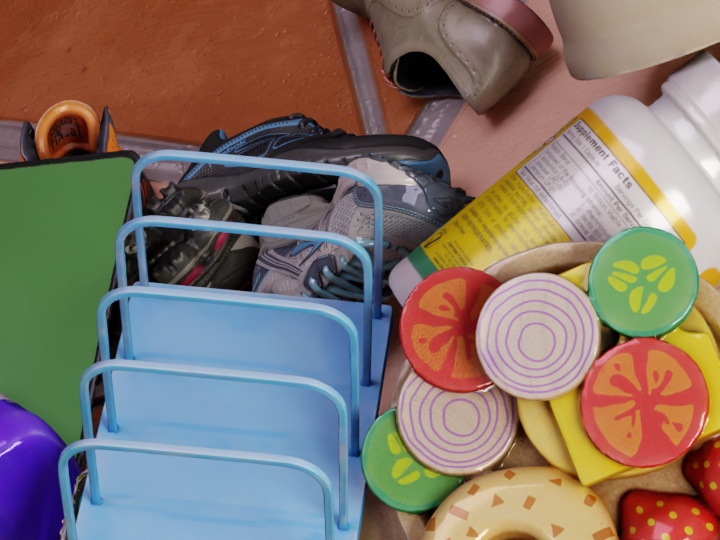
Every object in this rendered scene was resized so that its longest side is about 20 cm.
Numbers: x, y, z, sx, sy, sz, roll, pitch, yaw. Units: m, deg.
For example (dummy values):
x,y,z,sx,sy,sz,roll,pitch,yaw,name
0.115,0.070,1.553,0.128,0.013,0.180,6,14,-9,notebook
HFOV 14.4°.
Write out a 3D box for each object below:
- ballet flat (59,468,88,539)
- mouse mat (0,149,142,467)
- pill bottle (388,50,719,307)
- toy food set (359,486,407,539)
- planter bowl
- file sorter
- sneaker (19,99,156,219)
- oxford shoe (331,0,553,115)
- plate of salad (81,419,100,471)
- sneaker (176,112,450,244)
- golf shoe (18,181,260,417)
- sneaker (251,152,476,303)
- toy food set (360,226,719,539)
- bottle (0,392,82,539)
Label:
x,y,z,sx,sy,sz,roll,pitch,yaw,name
-0.130,0.153,1.438,0.201,0.075,0.064,-62,8,-32,ballet flat
-0.191,0.032,1.595,0.160,0.008,0.201,-3,72,46,mouse mat
0.122,-0.017,1.447,0.200,0.113,0.113,-39,38,3,pill bottle
-0.050,0.180,1.445,0.197,0.049,0.201,-20,42,26,toy food set
0.176,-0.202,1.492,0.199,0.135,0.200,-24,9,4,planter bowl
-0.063,0.053,1.388,0.138,0.123,0.201,6,48,4,file sorter
-0.164,-0.062,1.714,0.077,0.113,0.200,-13,30,-6,sneaker
0.025,-0.147,1.693,0.075,0.070,0.200,-54,38,-7,oxford shoe
-0.184,0.144,1.577,0.200,0.048,0.200,-37,22,18,plate of salad
-0.031,-0.061,1.654,0.199,0.073,0.082,-6,48,36,sneaker
-0.132,0.046,1.620,0.200,0.088,0.077,-44,39,-5,golf shoe
0.000,0.000,1.548,0.200,0.077,0.087,-27,42,62,sneaker
0.100,0.080,1.350,0.199,0.049,0.199,-24,76,9,toy food set
-0.224,0.087,1.536,0.065,0.084,0.200,-41,38,-17,bottle
